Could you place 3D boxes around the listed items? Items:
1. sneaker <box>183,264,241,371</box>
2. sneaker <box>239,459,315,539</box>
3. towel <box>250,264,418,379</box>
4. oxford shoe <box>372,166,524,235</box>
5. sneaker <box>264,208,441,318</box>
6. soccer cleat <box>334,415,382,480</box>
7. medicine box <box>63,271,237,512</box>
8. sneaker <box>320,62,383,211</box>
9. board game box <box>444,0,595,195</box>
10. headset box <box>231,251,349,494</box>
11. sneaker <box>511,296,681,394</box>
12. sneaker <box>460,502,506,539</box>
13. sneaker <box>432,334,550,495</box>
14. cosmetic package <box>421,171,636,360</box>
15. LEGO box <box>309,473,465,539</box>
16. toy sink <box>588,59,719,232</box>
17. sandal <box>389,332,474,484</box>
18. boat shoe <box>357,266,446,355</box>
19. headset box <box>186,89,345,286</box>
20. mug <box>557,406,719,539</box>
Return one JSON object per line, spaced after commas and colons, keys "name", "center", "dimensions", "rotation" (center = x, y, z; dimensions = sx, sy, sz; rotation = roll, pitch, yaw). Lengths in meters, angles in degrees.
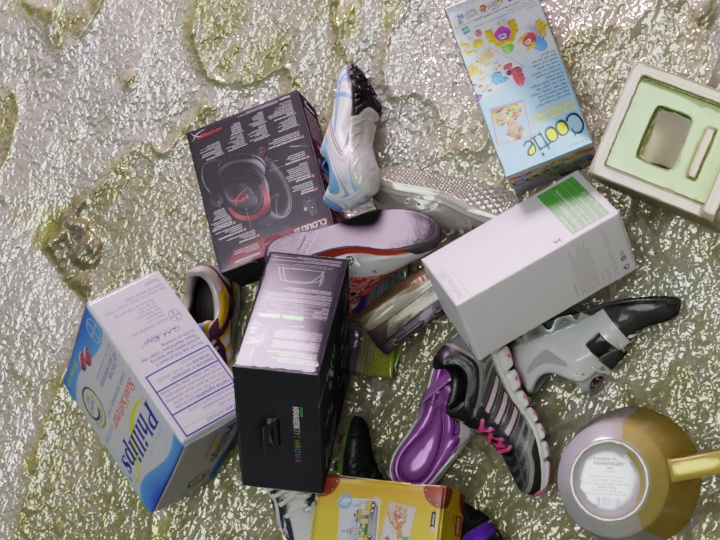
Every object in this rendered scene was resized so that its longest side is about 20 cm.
{"name": "sneaker", "center": [-0.180, 0.095, 1.801], "dimensions": [0.074, 0.090, 0.203], "rotation": [-10, 81, 18]}
{"name": "sneaker", "center": [-0.086, 0.238, 1.733], "dimensions": [0.078, 0.129, 0.202], "rotation": [-12, 80, 19]}
{"name": "towel", "center": [-0.039, 0.043, 1.793], "dimensions": [0.197, 0.023, 0.146], "rotation": [10, 87, 20]}
{"name": "oxford shoe", "center": [0.104, -0.068, 1.735], "dimensions": [0.197, 0.075, 0.059], "rotation": [13, 115, 16]}
{"name": "sneaker", "center": [-0.001, -0.001, 1.715], "dimensions": [0.198, 0.109, 0.068], "rotation": [-11, 45, 7]}
{"name": "soccer cleat", "center": [0.014, 0.265, 1.735], "dimensions": [0.080, 0.067, 0.203], "rotation": [-2, 90, 9]}
{"name": "medicine box", "center": [-0.236, 0.140, 1.762], "dimensions": [0.201, 0.102, 0.183], "rotation": [53, 145, 17]}
{"name": "sneaker", "center": [-0.016, -0.155, 1.749], "dimensions": [0.072, 0.072, 0.202], "rotation": [-23, 46, 27]}
{"name": "board game box", "center": [0.178, -0.202, 1.693], "dimensions": [0.104, 0.103, 0.202], "rotation": [-20, 78, 9]}
{"name": "headset box", "center": [-0.070, 0.112, 1.631], "dimensions": [0.091, 0.201, 0.176], "rotation": [5, 130, 7]}
{"name": "sneaker", "center": [0.258, 0.082, 1.660], "dimensions": [0.198, 0.074, 0.090], "rotation": [-18, 78, 27]}
{"name": "sneaker", "center": [0.063, 0.330, 1.688], "dimensions": [0.199, 0.070, 0.100], "rotation": [-39, 86, -4]}
{"name": "sneaker", "center": [0.137, 0.157, 1.668], "dimensions": [0.087, 0.074, 0.202], "rotation": [-22, 88, -19]}
{"name": "cosmetic package", "center": [0.179, -0.006, 1.639], "dimensions": [0.198, 0.085, 0.108], "rotation": [-29, 36, -6]}
{"name": "LEGO box", "center": [0.021, 0.324, 1.625], "dimensions": [0.147, 0.077, 0.203], "rotation": [3, 76, 22]}
{"name": "toy sink", "center": [0.361, -0.120, 1.620], "dimensions": [0.198, 0.112, 0.132], "rotation": [25, 93, 20]}
{"name": "sandal", "center": [0.095, 0.161, 1.718], "dimensions": [0.082, 0.050, 0.205], "rotation": [25, 93, 19]}
{"name": "boat shoe", "center": [0.093, 0.024, 1.727], "dimensions": [0.198, 0.072, 0.065], "rotation": [-31, 102, 0]}
{"name": "headset box", "center": [-0.104, -0.085, 1.785], "dimensions": [0.147, 0.075, 0.202], "rotation": [-20, 72, 12]}
{"name": "mug", "center": [0.283, 0.203, 1.594], "dimensions": [0.187, 0.153, 0.150], "rotation": [-44, 72, 10]}
